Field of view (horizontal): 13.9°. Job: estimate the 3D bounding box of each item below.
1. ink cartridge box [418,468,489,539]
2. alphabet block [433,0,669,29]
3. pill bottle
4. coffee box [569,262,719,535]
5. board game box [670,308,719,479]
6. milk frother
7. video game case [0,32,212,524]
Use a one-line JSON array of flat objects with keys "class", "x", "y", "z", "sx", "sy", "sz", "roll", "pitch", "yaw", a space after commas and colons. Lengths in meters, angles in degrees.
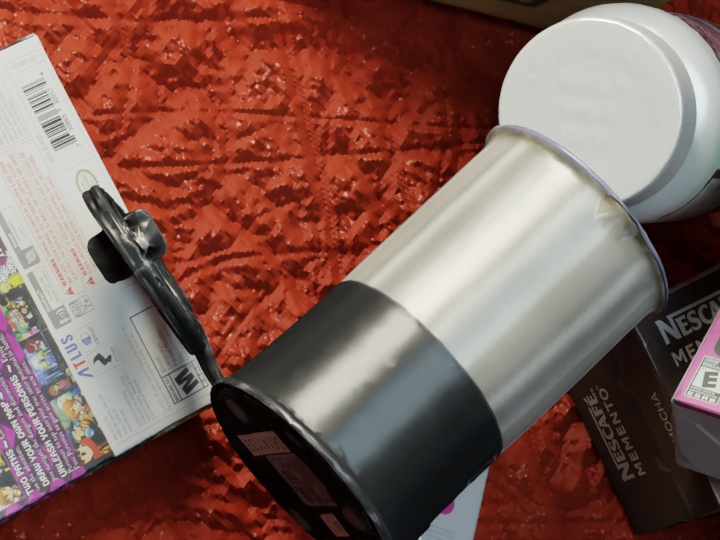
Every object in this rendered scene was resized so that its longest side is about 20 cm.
[{"class": "ink cartridge box", "x": 0.014, "y": 0.159, "z": 1.411, "sx": 0.037, "sy": 0.095, "sz": 0.201, "roll": 25, "pitch": 66, "yaw": -20}, {"class": "alphabet block", "x": 0.087, "y": -0.249, "z": 1.504, "sx": 0.199, "sy": 0.196, "sz": 0.196, "roll": 10, "pitch": 74, "yaw": -26}, {"class": "pill bottle", "x": 0.139, "y": -0.078, "z": 1.479, "sx": 0.200, "sy": 0.109, "sz": 0.110, "roll": -4, "pitch": 75, "yaw": -71}, {"class": "coffee box", "x": 0.215, "y": 0.046, "z": 1.560, "sx": 0.200, "sy": 0.080, "sz": 0.113, "roll": -24, "pitch": 88, "yaw": -31}, {"class": "board game box", "x": 0.260, "y": 0.026, "z": 1.460, "sx": 0.147, "sy": 0.064, "sz": 0.200, "roll": 17, "pitch": 56, "yaw": 24}, {"class": "milk frother", "x": 0.000, "y": 0.000, "z": 1.358, "sx": 0.188, "sy": 0.180, "sz": 0.200, "roll": -42, "pitch": 117, "yaw": -19}, {"class": "video game case", "x": -0.182, "y": 0.013, "z": 1.378, "sx": 0.181, "sy": 0.036, "sz": 0.201, "roll": -29, "pitch": 92, "yaw": -32}]
